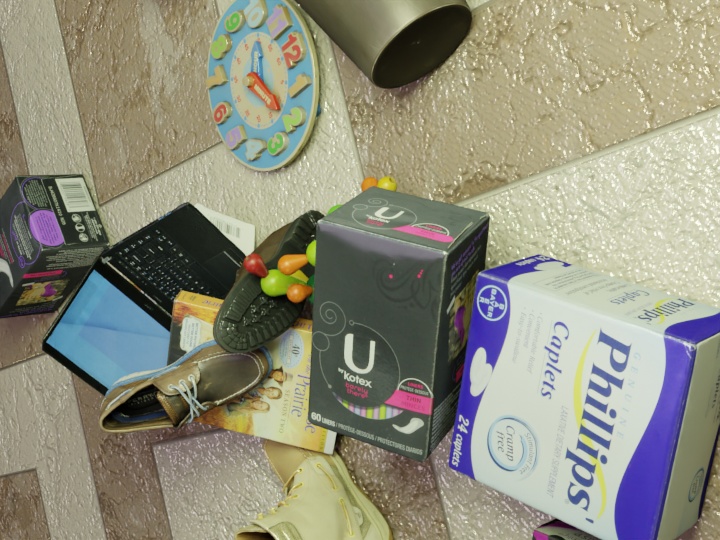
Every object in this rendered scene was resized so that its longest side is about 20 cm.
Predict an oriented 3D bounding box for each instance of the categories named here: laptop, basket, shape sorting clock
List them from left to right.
[{"bbox_3d":[-0.210,0.053,1.196,0.199,0.177,0.104,-27,40,21],"label":"laptop"},{"bbox_3d":[-0.114,-0.211,1.222,0.199,0.039,0.201,8,101,44],"label":"shape sorting clock"},{"bbox_3d":[0.006,-0.285,1.033,0.200,0.136,0.180,56,134,18],"label":"basket"}]

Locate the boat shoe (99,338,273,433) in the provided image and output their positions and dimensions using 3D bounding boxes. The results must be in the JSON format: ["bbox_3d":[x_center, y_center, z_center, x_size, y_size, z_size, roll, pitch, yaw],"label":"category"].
[{"bbox_3d":[-0.185,0.131,1.152,0.199,0.072,0.072,-23,108,16],"label":"boat shoe"}]

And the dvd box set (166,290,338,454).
[{"bbox_3d":[-0.112,0.112,1.190,0.199,0.029,0.147,14,114,4],"label":"dvd box set"}]

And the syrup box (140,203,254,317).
[{"bbox_3d":[-0.204,0.024,1.297,0.200,0.078,0.082,-51,29,37],"label":"syrup box"}]

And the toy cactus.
[{"bbox_3d":[0.000,0.000,1.088,0.165,0.199,0.102,62,-177,-31],"label":"toy cactus"}]

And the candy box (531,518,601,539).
[{"bbox_3d":[0.213,0.336,0.967,0.136,0.061,0.201,13,106,42],"label":"candy box"}]

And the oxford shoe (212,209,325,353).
[{"bbox_3d":[-0.101,0.021,1.148,0.084,0.200,0.073,-19,113,41],"label":"oxford shoe"}]

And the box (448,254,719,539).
[{"bbox_3d":[0.191,0.105,0.914,0.199,0.105,0.185,19,109,36],"label":"box"}]

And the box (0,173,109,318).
[{"bbox_3d":[-0.454,-0.032,1.534,0.200,0.106,0.123,-40,67,41],"label":"box"}]

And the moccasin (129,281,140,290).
[{"bbox_3d":[-0.327,0.057,1.442,0.201,0.078,0.074,-16,85,44],"label":"moccasin"}]

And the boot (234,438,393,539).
[{"bbox_3d":[-0.079,0.253,1.173,0.200,0.155,0.073,47,125,29],"label":"boot"}]

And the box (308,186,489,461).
[{"bbox_3d":[0.032,0.045,0.965,0.122,0.106,0.201,14,116,23],"label":"box"}]
